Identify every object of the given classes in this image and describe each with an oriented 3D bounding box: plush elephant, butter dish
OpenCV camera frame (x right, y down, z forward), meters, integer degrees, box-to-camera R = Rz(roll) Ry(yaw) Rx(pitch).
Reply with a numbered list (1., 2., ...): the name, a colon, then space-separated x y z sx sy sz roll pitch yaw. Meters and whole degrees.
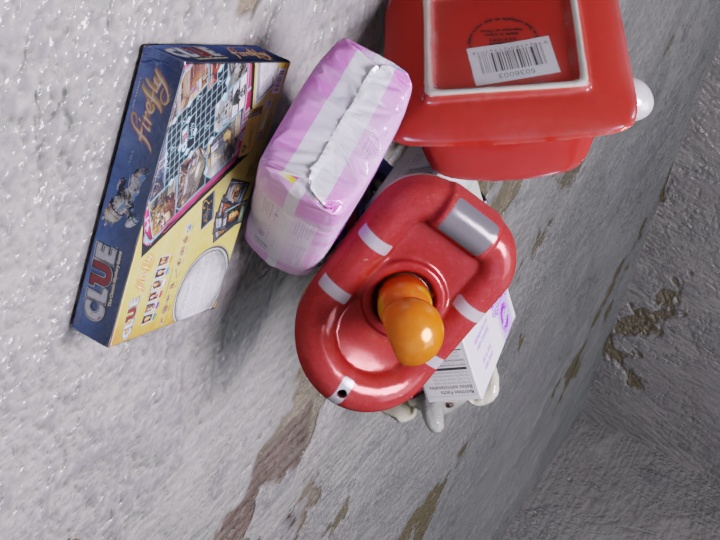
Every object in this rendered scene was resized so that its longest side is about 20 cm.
1. plush elephant: 0.071 0.114 1.281 0.164 0.156 0.200 -24 -169 18
2. butter dish: 0.123 -0.145 0.951 0.148 0.198 0.201 81 9 -51

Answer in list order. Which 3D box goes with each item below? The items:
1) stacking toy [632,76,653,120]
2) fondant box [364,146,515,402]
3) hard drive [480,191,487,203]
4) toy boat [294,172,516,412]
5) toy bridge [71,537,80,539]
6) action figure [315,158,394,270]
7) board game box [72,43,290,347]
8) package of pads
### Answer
1. stacking toy: 0.234 -0.223 1.234 0.146 0.199 0.147 -52 157 -32
2. fondant box: 0.078 -0.003 1.011 0.144 0.058 0.201 -56 135 -54
3. hard drive: 0.093 -0.031 1.212 0.200 0.042 0.136 -113 -148 -79
4. toy boat: 0.034 0.031 0.869 0.200 0.130 0.131 -51 -164 18
5. toy bridge: -0.272 0.272 0.809 0.200 0.027 0.068 -32 144 -57
6. action figure: 0.000 0.000 1.026 0.193 0.104 0.202 28 62 -48
7. board game box: -0.123 -0.056 0.771 0.135 0.034 0.201 -21 134 -63
8. package of pads: -0.029 -0.076 0.841 0.121 0.075 0.200 -58 -179 -17
